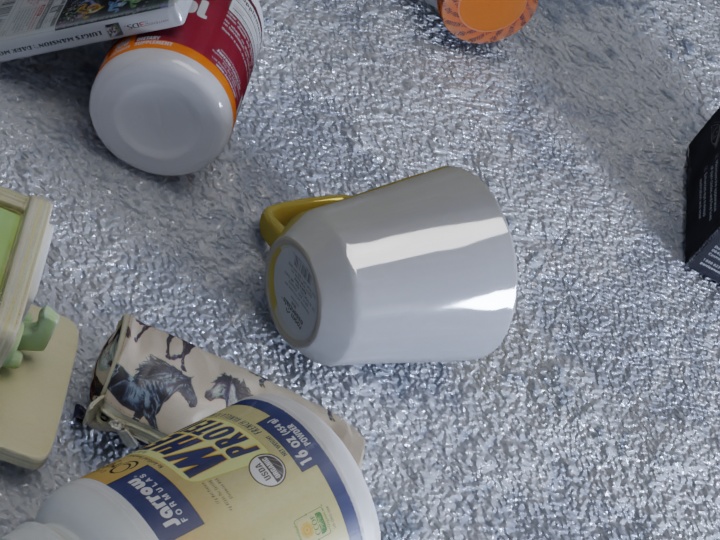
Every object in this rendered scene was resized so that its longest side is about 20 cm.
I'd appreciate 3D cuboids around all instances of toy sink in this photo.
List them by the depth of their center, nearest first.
[{"bbox_3d":[-0.260,0.015,1.103,0.199,0.112,0.131,23,40,-15],"label":"toy sink"}]

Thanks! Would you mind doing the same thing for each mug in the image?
[{"bbox_3d":[0.004,0.008,1.341,0.153,0.186,0.150,-10,88,-31],"label":"mug"}]

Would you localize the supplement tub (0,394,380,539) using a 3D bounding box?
[{"bbox_3d":[-0.103,0.172,1.044,0.199,0.145,0.145,-24,66,-35],"label":"supplement tub"}]

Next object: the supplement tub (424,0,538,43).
[{"bbox_3d":[0.106,-0.324,1.738,0.122,0.123,0.201,13,43,-25],"label":"supplement tub"}]

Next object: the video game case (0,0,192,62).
[{"bbox_3d":[-0.205,-0.238,1.413,0.181,0.023,0.200,-9,37,17],"label":"video game case"}]

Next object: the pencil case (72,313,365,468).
[{"bbox_3d":[-0.089,0.109,1.186,0.199,0.078,0.090,27,51,-9],"label":"pencil case"}]

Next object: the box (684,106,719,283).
[{"bbox_3d":[0.406,-0.103,1.665,0.117,0.200,0.197,26,40,-11],"label":"box"}]

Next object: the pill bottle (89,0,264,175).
[{"bbox_3d":[-0.139,-0.176,1.416,0.113,0.113,0.200,26,39,-11],"label":"pill bottle"}]
